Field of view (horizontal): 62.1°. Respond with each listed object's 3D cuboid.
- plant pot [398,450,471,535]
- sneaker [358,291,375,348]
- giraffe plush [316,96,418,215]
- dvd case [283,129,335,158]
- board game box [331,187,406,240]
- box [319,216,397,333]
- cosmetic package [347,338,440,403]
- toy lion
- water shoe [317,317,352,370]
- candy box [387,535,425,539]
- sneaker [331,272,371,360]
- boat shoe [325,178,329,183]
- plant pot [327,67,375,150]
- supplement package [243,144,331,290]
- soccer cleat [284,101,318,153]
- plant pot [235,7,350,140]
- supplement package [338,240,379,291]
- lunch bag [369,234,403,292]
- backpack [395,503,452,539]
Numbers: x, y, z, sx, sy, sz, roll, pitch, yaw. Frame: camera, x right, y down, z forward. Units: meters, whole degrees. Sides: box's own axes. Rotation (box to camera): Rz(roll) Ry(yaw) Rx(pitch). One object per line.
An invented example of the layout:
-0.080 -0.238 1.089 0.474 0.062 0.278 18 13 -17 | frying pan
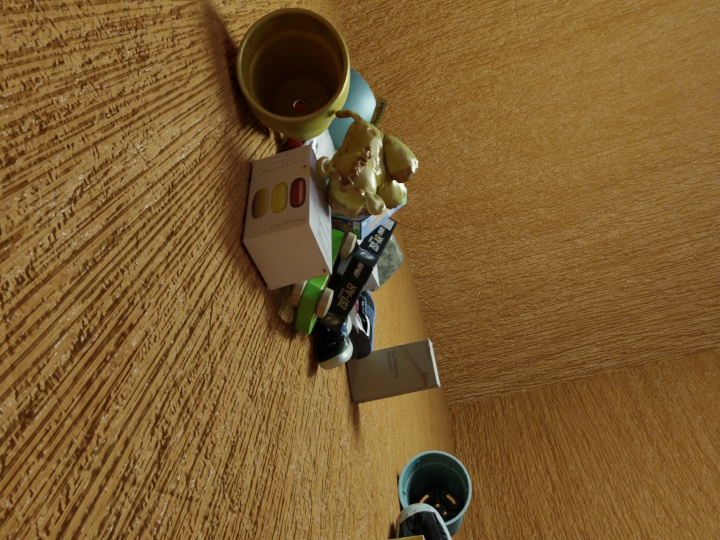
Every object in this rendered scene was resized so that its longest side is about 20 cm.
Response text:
0.212 0.641 1.663 0.199 0.194 0.204 76 7 -48 | plant pot
0.000 0.109 1.468 0.079 0.068 0.204 72 10 -51 | sneaker
0.000 -0.159 1.001 0.203 0.168 0.164 89 19 -45 | giraffe plush
-0.094 -0.223 1.341 0.150 0.016 0.203 -55 136 -39 | dvd case
-0.009 -0.123 1.150 0.200 0.132 0.035 -43 139 -52 | board game box
0.000 0.000 1.133 0.162 0.043 0.201 -62 179 32 | box
0.074 0.229 1.352 0.073 0.194 0.107 46 31 -70 | cosmetic package
-0.071 0.028 1.061 0.194 0.067 0.203 109 2 -52 | toy lion
-0.060 0.117 1.151 0.201 0.070 0.080 -93 158 -71 | water shoe
0.025 0.488 0.825 0.203 0.164 0.078 -92 168 -51 | candy box
-0.041 0.094 1.300 0.087 0.078 0.205 -126 -160 -65 | sneaker
-0.079 -0.176 1.221 0.200 0.061 0.074 -46 169 -45 | boat shoe
-0.075 -0.367 1.420 0.135 0.196 0.204 -47 131 -36 | plant pot
-0.112 -0.089 0.966 0.203 0.111 0.111 -95 167 -45 | supplement package
-0.116 -0.284 1.234 0.085 0.067 0.207 19 75 -65 | soccer cleat
-0.116 -0.333 1.093 0.189 0.195 0.207 98 -20 -82 | plant pot
-0.040 -0.047 1.317 0.201 0.114 0.120 61 18 -55 | supplement package
0.007 -0.062 1.538 0.168 0.139 0.200 48 -1 24 | lunch bag
0.146 0.656 1.397 0.127 0.162 0.206 130 -55 -78 | backpack
